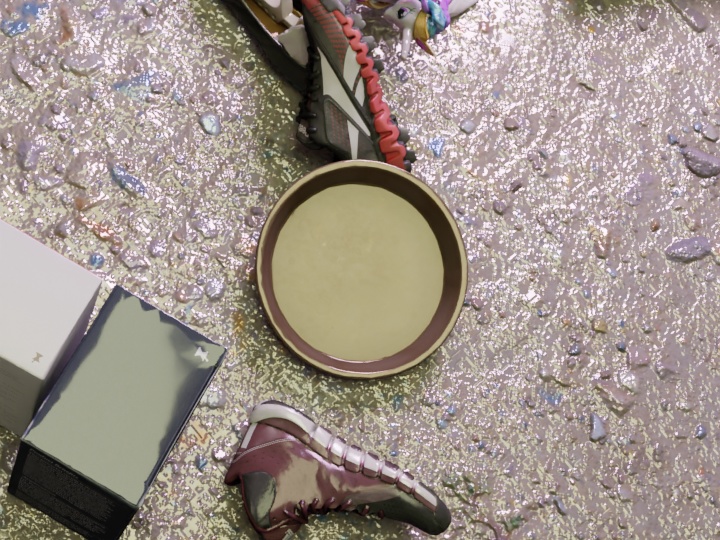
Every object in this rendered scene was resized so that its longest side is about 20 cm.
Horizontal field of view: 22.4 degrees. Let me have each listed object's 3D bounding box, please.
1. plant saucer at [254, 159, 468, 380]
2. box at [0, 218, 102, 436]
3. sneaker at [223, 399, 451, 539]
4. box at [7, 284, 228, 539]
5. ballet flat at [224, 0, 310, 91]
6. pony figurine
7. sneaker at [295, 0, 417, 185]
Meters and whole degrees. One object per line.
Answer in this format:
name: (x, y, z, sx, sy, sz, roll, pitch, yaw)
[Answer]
plant saucer: (0.000, 0.000, 1.652, 0.199, 0.029, 0.201, 2, 83, -13)
box: (-0.296, 0.045, 1.483, 0.124, 0.200, 0.098, 31, 67, -3)
sneaker: (-0.029, 0.207, 1.575, 0.199, 0.076, 0.116, 28, 72, 7)
box: (-0.202, 0.125, 1.481, 0.107, 0.200, 0.149, 31, 67, -3)
ballet flat: (-0.071, -0.235, 1.707, 0.200, 0.068, 0.068, 44, 67, 2)
pony figurine: (0.041, -0.299, 1.727, 0.200, 0.167, 0.193, 35, 65, 22)
sneaker: (-0.023, -0.164, 1.665, 0.097, 0.071, 0.201, -22, 111, -4)
